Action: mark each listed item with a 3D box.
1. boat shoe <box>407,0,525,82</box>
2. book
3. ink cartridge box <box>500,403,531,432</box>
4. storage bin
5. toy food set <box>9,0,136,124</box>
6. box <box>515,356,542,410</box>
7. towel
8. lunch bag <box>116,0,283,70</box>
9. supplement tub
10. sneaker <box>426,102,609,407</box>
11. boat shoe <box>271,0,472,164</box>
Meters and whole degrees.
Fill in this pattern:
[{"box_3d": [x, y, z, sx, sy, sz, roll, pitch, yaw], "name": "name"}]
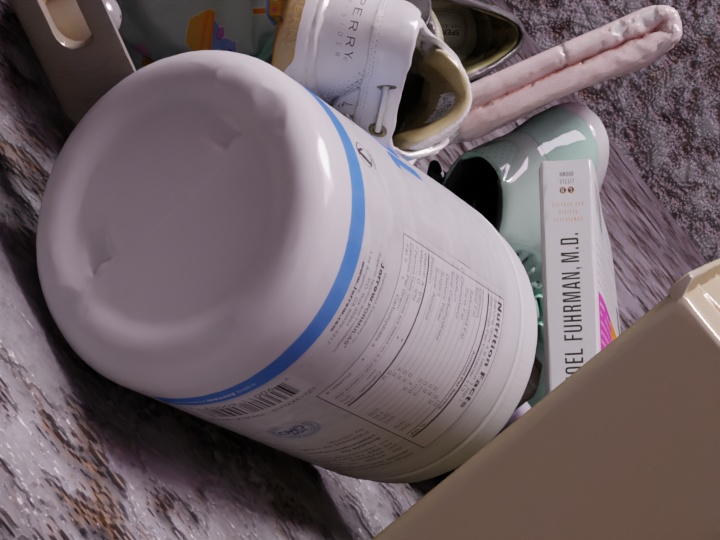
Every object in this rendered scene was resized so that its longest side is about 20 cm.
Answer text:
[{"box_3d": [0.021, -0.131, 1.195, 0.200, 0.066, 0.072, -16, 108, -51], "name": "boat shoe"}, {"box_3d": [0.113, 0.061, 1.061, 0.134, 0.048, 0.202, 62, 26, -70], "name": "book"}, {"box_3d": [0.016, 0.015, 1.159, 0.201, 0.042, 0.119, 55, 11, 4], "name": "ink cartridge box"}, {"box_3d": [0.096, 0.095, 0.859, 0.094, 0.200, 0.198, 51, 13, 8], "name": "storage bin"}, {"box_3d": [-0.126, -0.172, 0.841, 0.144, 0.060, 0.201, 69, 2, -50], "name": "toy food set"}, {"box_3d": [0.000, 0.000, 1.056, 0.200, 0.082, 0.068, 53, 11, -2], "name": "box"}, {"box_3d": [0.082, -0.097, 1.192, 0.200, 0.190, 0.032, -93, 160, -86], "name": "towel"}, {"box_3d": [-0.039, -0.164, 0.974, 0.122, 0.200, 0.171, 48, 53, -13], "name": "lunch bag"}, {"box_3d": [-0.024, 0.005, 0.844, 0.132, 0.132, 0.200, 58, 14, 28], "name": "supplement tub"}, {"box_3d": [0.077, 0.006, 1.233, 0.073, 0.202, 0.118, 25, 31, 36], "name": "sneaker"}, {"box_3d": [0.014, -0.073, 0.917, 0.069, 0.071, 0.200, 11, -7, 12], "name": "boat shoe"}]
